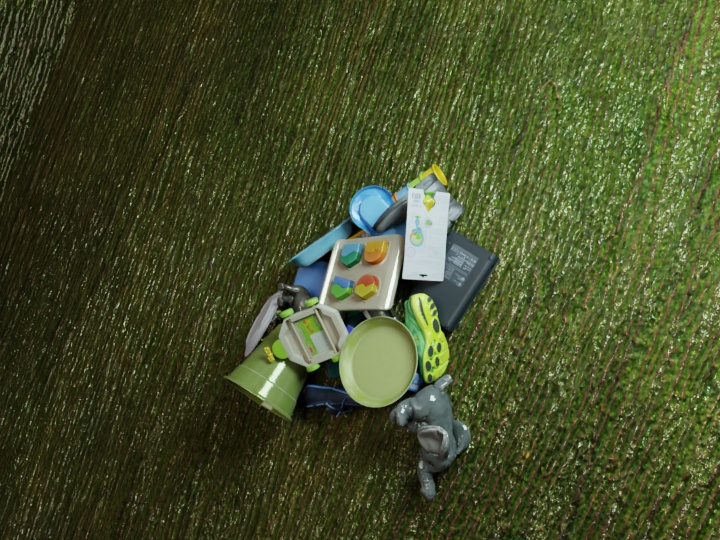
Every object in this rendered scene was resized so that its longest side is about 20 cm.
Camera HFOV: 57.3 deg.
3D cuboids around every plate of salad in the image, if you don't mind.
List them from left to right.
[{"bbox_3d":[-0.246,0.140,1.731,0.200,0.048,0.200,-55,13,19],"label":"plate of salad"}]

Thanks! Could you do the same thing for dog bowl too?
[{"bbox_3d":[0.063,-0.114,1.590,0.200,0.050,0.111,44,88,3],"label":"dog bowl"}]

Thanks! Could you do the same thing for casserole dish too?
[{"bbox_3d":[-0.095,-0.065,1.683,0.200,0.121,0.039,-35,96,-8],"label":"casserole dish"}]

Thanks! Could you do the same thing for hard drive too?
[{"bbox_3d":[0.208,0.022,1.513,0.140,0.033,0.200,36,97,36],"label":"hard drive"}]

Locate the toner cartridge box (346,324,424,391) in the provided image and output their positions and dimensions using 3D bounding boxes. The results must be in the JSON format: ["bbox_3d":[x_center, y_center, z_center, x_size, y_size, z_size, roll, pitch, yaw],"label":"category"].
[{"bbox_3d":[0.050,0.202,1.528,0.200,0.095,0.043,36,97,35],"label":"toner cartridge box"}]

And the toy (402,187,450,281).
[{"bbox_3d":[0.139,-0.080,1.488,0.047,0.115,0.200,12,97,59],"label":"toy"}]

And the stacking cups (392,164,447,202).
[{"bbox_3d":[0.115,-0.186,1.627,0.200,0.060,0.061,-30,61,26],"label":"stacking cups"}]

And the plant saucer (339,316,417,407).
[{"bbox_3d":[0.044,0.202,1.455,0.200,0.031,0.200,-11,69,31],"label":"plant saucer"}]

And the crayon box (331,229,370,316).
[{"bbox_3d":[0.000,0.000,1.606,0.119,0.058,0.200,-30,42,20],"label":"crayon box"}]

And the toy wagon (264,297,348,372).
[{"bbox_3d":[-0.131,0.157,1.539,0.200,0.040,0.155,-23,96,17],"label":"toy wagon"}]

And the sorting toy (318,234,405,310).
[{"bbox_3d":[-0.001,0.003,1.521,0.200,0.036,0.185,-1,65,36],"label":"sorting toy"}]

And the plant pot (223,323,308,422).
[{"bbox_3d":[-0.204,0.241,1.637,0.200,0.200,0.190,19,68,36],"label":"plant pot"}]

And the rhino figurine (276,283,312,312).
[{"bbox_3d":[-0.130,0.109,1.639,0.200,0.087,0.060,50,120,30],"label":"rhino figurine"}]

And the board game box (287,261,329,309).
[{"bbox_3d":[-0.106,0.078,1.708,0.158,0.039,0.200,12,85,29],"label":"board game box"}]

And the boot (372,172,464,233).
[{"bbox_3d":[0.136,-0.120,1.534,0.200,0.070,0.132,-39,94,5],"label":"boot"}]

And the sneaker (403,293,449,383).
[{"bbox_3d":[0.144,0.152,1.490,0.084,0.074,0.200,-14,86,62],"label":"sneaker"}]

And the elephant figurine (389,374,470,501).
[{"bbox_3d":[0.163,0.357,1.402,0.141,0.155,0.200,-23,68,-22],"label":"elephant figurine"}]

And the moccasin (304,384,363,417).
[{"bbox_3d":[-0.054,0.316,1.586,0.200,0.080,0.068,-4,77,48],"label":"moccasin"}]

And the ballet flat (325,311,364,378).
[{"bbox_3d":[-0.043,0.169,1.631,0.064,0.067,0.200,12,81,63],"label":"ballet flat"}]

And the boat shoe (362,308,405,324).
[{"bbox_3d":[0.068,0.128,1.552,0.060,0.072,0.202,-48,52,18],"label":"boat shoe"}]
